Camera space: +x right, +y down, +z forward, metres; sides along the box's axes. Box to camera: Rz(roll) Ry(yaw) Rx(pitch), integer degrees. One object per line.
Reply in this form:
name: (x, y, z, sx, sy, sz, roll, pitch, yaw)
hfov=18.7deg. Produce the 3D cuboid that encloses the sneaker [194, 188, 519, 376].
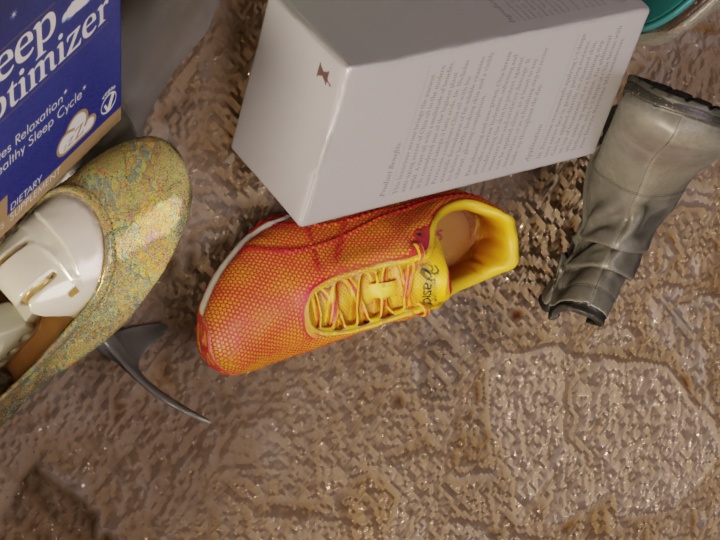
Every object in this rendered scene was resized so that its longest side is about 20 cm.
sneaker: (0.000, 0.000, 1.136, 0.200, 0.077, 0.073, -27, 119, -34)

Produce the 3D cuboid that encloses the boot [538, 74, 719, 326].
boot: (0.148, -0.029, 1.194, 0.068, 0.200, 0.131, 22, 86, 1)

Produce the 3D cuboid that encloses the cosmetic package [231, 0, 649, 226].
cosmetic package: (0.042, -0.099, 1.127, 0.200, 0.071, 0.101, -15, 139, -35)

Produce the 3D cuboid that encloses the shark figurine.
shark figurine: (-0.117, -0.033, 1.034, 0.128, 0.089, 0.215, -3, 105, -37)

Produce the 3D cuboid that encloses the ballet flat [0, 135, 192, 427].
ballet flat: (-0.153, 0.018, 0.982, 0.071, 0.071, 0.200, 24, 121, -41)

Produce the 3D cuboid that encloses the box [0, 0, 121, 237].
box: (-0.143, -0.101, 0.890, 0.121, 0.032, 0.200, -50, 157, -35)

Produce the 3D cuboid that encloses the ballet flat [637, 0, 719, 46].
ballet flat: (0.216, -0.202, 1.260, 0.200, 0.067, 0.062, -58, 140, -8)
